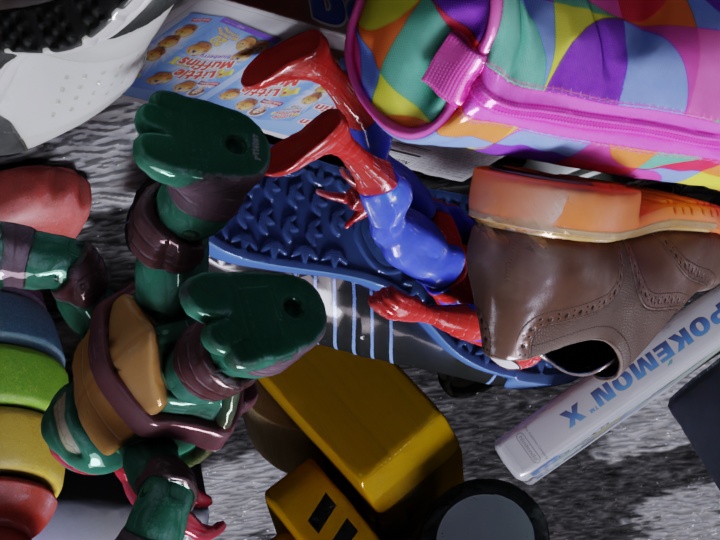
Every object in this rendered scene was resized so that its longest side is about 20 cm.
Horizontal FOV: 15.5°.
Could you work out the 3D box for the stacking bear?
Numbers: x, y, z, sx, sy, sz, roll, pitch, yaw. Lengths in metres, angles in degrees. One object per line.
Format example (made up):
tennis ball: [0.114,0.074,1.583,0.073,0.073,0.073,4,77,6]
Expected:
stacking bear: [-0.161,0.071,1.026,0.121,0.200,0.114,1,156,-26]

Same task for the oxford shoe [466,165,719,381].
oxford shoe: [0.089,0.003,0.995,0.071,0.073,0.200,11,-176,29]

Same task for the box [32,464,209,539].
box: [-0.178,0.157,1.165,0.198,0.123,0.200,4,113,-12]

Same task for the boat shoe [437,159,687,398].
boat shoe: [0.089,-0.003,1.138,0.071,0.064,0.200,2,155,-28]

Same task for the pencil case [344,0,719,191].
pencil case: [0.092,-0.073,0.942,0.200,0.088,0.088,7,153,-37]

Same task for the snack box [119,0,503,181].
snack box: [-0.008,-0.073,0.975,0.200,0.024,0.072,12,148,-43]

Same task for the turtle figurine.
turtle figurine: [-0.084,0.034,0.914,0.101,0.150,0.200,-24,164,-40]

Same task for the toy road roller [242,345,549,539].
toy road roller: [-0.013,0.122,1.190,0.146,0.200,0.123,-37,161,-11]

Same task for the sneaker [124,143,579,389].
sneaker: [0.000,0.000,1.075,0.200,0.070,0.078,23,160,-23]

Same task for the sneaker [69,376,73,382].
sneaker: [-0.134,0.104,1.297,0.115,0.075,0.200,-9,158,-9]

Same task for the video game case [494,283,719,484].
video game case: [0.141,0.035,1.160,0.182,0.022,0.200,-35,172,1]

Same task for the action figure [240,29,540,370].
action figure: [0.020,-0.012,0.979,0.052,0.065,0.200,-32,139,15]

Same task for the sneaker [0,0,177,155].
sneaker: [-0.094,-0.092,0.851,0.080,0.074,0.200,-11,168,-39]

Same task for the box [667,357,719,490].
box: [0.284,0.089,1.200,0.197,0.200,0.117,-24,166,-29]
